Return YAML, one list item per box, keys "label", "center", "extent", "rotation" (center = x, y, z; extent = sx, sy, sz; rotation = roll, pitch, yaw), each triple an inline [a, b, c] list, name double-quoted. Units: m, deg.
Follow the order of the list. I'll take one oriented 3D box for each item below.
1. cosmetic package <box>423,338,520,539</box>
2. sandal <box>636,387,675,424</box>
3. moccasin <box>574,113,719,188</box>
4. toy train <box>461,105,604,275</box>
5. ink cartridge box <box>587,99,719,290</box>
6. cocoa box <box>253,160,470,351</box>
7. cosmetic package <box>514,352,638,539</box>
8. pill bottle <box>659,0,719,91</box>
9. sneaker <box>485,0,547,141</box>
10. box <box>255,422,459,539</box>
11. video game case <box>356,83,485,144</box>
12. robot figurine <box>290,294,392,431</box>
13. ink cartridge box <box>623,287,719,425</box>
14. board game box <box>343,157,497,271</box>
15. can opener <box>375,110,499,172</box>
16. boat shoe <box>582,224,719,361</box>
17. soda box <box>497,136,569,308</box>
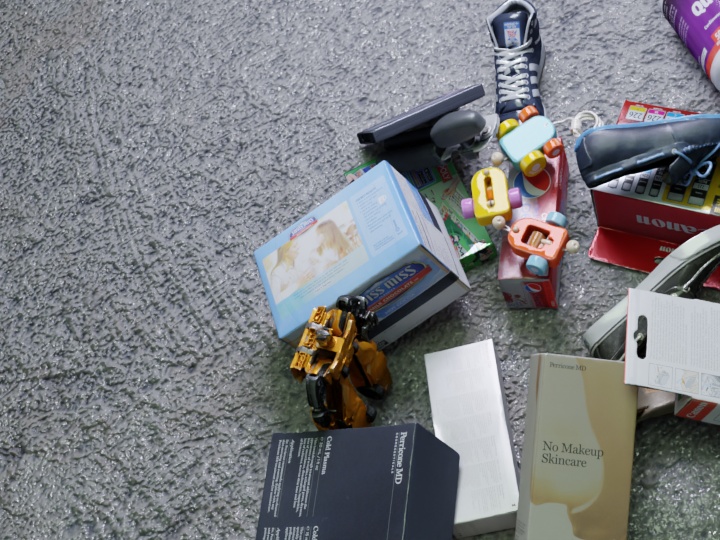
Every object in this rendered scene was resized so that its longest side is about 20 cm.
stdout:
- label: "cosmetic package"
  center: [0.124, 0.181, 1.266]
  extent: [0.081, 0.051, 0.203]
  rotation: [-14, 56, 13]
- label: "sandal"
  center: [0.268, 0.136, 1.225]
  extent: [0.198, 0.054, 0.081]
  rotation: [-29, 53, 21]
- label: "moccasin"
  center: [0.332, -0.122, 1.264]
  extent: [0.196, 0.080, 0.069]
  rotation: [-7, 77, 9]
- label: "toy train"
  center: [0.200, -0.088, 1.322]
  extent: [0.148, 0.056, 0.202]
  rotation: [14, 69, 25]
- label: "ink cartridge box"
  center: [0.371, -0.085, 1.327]
  extent: [0.197, 0.084, 0.177]
  rotation: [14, 65, 25]
- label: "cocoa box"
  center: [0.000, 0.000, 1.344]
  extent: [0.199, 0.131, 0.135]
  rotation: [-34, 53, 16]
- label: "cosmetic package"
  center: [0.214, 0.187, 1.158]
  extent: [0.103, 0.071, 0.204]
  rotation: [5, 85, -2]
- label: "pill bottle"
  center: [0.440, -0.315, 1.429]
  extent: [0.111, 0.113, 0.202]
  rotation: [-25, 55, 2]
- label: "sneaker"
  center: [0.196, -0.250, 1.475]
  extent: [0.069, 0.109, 0.203]
  rotation: [-4, 58, 17]
- label: "box"
  center: [-0.006, 0.271, 1.192]
  extent: [0.180, 0.104, 0.203]
  rotation: [-9, 60, 32]
- label: "video game case"
  center: [0.070, -0.191, 1.446]
  extent: [0.141, 0.200, 0.019]
  rotation: [-24, 97, -3]
- label: "robot figurine"
  center: [-0.020, 0.114, 1.266]
  extent: [0.057, 0.201, 0.147]
  rotation: [10, 62, 24]
- label: "ink cartridge box"
  center: [0.351, 0.092, 1.153]
  extent: [0.196, 0.051, 0.111]
  rotation: [11, 62, -1]
- label: "board game box"
  center: [0.072, -0.071, 1.456]
  extent: [0.133, 0.029, 0.202]
  rotation: [-24, 55, 3]
- label: "can opener"
  center: [0.084, -0.161, 1.400]
  extent: [0.198, 0.067, 0.054]
  rotation: [-5, 53, 50]
- label: "boat shoe"
  center: [0.333, 0.036, 1.261]
  extent: [0.200, 0.070, 0.064]
  rotation: [-45, 62, 16]
- label: "soda box"
  center: [0.205, -0.058, 1.375]
  extent: [0.062, 0.070, 0.203]
  rotation: [-1, 60, 19]
